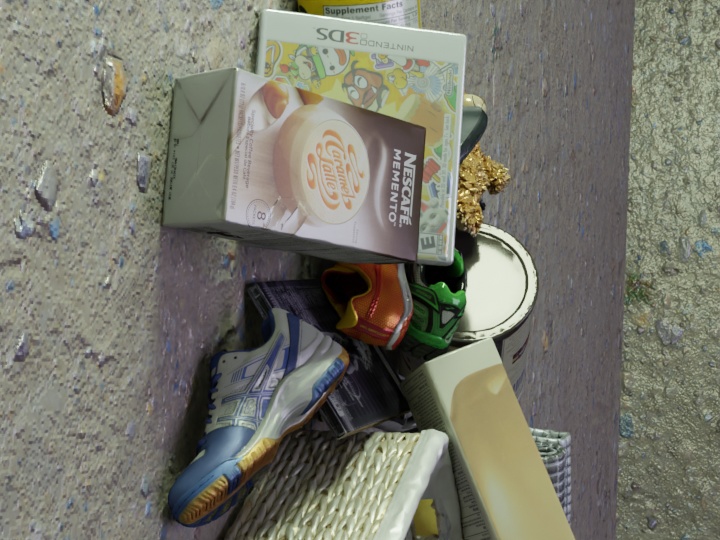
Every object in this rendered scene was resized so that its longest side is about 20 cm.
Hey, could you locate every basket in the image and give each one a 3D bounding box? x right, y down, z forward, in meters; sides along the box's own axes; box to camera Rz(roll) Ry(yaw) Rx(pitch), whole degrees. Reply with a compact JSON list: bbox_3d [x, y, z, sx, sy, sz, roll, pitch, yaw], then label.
[{"bbox_3d":[-0.010,0.268,1.212,0.200,0.159,0.200,-62,148,-54],"label":"basket"}]

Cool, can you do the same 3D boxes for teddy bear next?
[{"bbox_3d":[0.100,-0.125,1.472,0.145,0.067,0.200,42,37,-6],"label":"teddy bear"}]

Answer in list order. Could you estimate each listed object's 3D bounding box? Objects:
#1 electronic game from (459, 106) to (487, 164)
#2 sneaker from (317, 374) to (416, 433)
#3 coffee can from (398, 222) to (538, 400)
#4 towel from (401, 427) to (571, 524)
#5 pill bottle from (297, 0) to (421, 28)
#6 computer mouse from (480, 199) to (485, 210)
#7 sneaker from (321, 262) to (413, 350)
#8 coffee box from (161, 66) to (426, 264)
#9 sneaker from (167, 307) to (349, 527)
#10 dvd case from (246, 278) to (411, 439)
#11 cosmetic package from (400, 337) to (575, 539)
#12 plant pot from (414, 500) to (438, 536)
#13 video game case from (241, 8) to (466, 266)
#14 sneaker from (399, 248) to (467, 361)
[{"bbox_3d":[0.039,-0.083,1.310,0.042,0.199,0.200,48,33,-12],"label":"electronic game"},{"bbox_3d":[0.011,0.120,1.388,0.200,0.079,0.075,32,64,-67],"label":"sneaker"},{"bbox_3d":[0.111,0.064,1.512,0.201,0.145,0.147,88,14,-56],"label":"coffee can"},{"bbox_3d":[0.136,0.257,1.582,0.086,0.198,0.167,-52,142,-61],"label":"towel"},{"bbox_3d":[0.001,-0.219,1.274,0.114,0.113,0.202,-47,135,-63],"label":"pill bottle"},{"bbox_3d":[0.119,-0.074,1.740,0.201,0.043,0.110,-64,150,-51],"label":"computer mouse"},{"bbox_3d":[0.000,0.000,1.316,0.073,0.077,0.200,-61,-162,18],"label":"sneaker"},{"bbox_3d":[-0.047,-0.075,1.079,0.199,0.079,0.116,10,82,-44],"label":"coffee box"},{"bbox_3d":[-0.097,0.113,1.104,0.200,0.088,0.075,-47,171,-36],"label":"sneaker"},{"bbox_3d":[-0.022,0.073,1.261,0.149,0.016,0.200,58,17,10],"label":"dvd case"},{"bbox_3d":[0.113,0.172,1.265,0.105,0.071,0.202,132,-63,-72],"label":"cosmetic package"},{"bbox_3d":[0.060,0.303,1.447,0.200,0.141,0.202,2,90,-72],"label":"plant pot"},{"bbox_3d":[-0.003,-0.112,1.190,0.023,0.180,0.202,153,-59,-77],"label":"video game case"},{"bbox_3d":[0.071,-0.002,1.359,0.085,0.077,0.201,-56,-155,28],"label":"sneaker"}]
